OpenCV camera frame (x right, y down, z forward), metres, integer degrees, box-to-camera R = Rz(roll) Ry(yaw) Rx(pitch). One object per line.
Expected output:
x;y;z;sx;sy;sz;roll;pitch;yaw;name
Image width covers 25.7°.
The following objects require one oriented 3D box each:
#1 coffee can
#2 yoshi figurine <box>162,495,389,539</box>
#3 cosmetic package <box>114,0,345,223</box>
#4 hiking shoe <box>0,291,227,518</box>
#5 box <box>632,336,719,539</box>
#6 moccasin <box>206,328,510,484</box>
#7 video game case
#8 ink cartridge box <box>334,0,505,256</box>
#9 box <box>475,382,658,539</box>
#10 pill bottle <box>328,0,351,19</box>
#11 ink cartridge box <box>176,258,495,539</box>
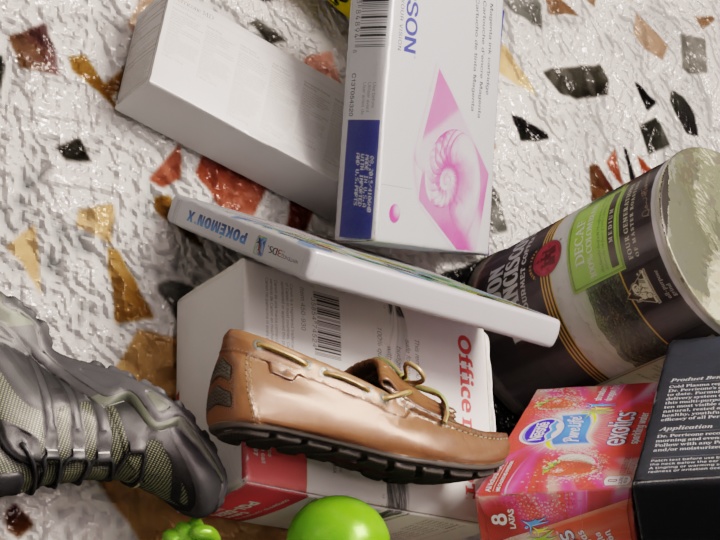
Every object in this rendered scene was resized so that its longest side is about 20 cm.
0.195;0.017;1.153;0.146;0.200;0.147;20;56;-33;coffee can
-0.056;0.186;0.896;0.200;0.112;0.113;-24;92;-40;yoshi figurine
-0.068;-0.108;1.094;0.200;0.051;0.083;27;56;-29;cosmetic package
-0.172;0.097;0.888;0.200;0.076;0.101;33;57;-8;hiking shoe
0.254;0.168;0.988;0.197;0.124;0.200;-51;132;-61;box
0.003;0.081;0.932;0.201;0.074;0.078;16;70;-24;moccasin
0.000;0.000;1.021;0.200;0.182;0.022;16;93;-35;video game case
0.060;-0.111;1.122;0.200;0.043;0.197;4;89;-53;ink cartridge box
0.149;0.148;1.031;0.200;0.099;0.096;-40;123;-66;box
-0.015;-0.261;1.181;0.200;0.104;0.104;38;49;-20;pill bottle
-0.014;0.092;1.014;0.200;0.083;0.147;16;60;-35;ink cartridge box
